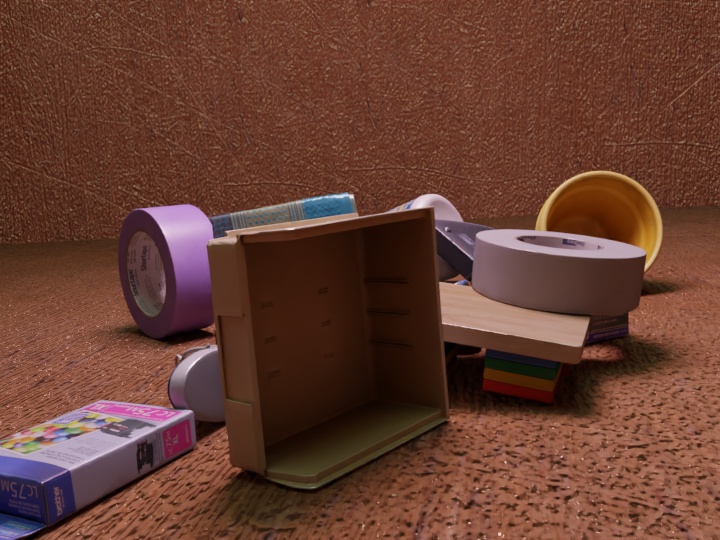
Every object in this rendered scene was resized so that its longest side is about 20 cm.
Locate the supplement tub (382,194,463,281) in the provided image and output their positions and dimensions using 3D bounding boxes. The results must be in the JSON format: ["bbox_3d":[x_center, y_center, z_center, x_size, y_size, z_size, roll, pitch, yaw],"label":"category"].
[{"bbox_3d":[0.070,-0.033,1.264,0.200,0.145,0.144,-21,-5,39],"label":"supplement tub"}]

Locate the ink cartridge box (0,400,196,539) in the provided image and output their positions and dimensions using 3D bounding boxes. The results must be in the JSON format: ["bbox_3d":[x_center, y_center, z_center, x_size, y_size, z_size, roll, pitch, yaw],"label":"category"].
[{"bbox_3d":[-0.245,0.157,0.609,0.119,0.042,0.200,0,11,27],"label":"ink cartridge box"}]

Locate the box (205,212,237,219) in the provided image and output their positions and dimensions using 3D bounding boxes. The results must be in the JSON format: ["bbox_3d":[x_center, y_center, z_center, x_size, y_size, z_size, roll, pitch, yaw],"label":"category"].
[{"bbox_3d":[-0.235,-0.022,1.397,0.199,0.165,0.166,4,11,44],"label":"box"}]

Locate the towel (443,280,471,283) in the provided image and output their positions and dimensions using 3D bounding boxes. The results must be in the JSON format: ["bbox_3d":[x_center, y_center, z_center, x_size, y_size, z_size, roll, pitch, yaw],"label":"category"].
[{"bbox_3d":[0.202,0.041,1.217,0.199,0.035,0.133,-3,10,13],"label":"towel"}]

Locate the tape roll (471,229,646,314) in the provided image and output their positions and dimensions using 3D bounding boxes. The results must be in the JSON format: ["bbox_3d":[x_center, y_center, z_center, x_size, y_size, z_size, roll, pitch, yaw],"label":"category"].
[{"bbox_3d":[0.236,-0.003,0.891,0.199,0.067,0.200,4,10,-1],"label":"tape roll"}]

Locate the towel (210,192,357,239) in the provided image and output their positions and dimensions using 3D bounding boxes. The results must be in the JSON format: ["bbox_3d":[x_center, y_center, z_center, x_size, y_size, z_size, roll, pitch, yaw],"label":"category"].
[{"bbox_3d":[-0.093,-0.020,0.998,0.199,0.147,0.022,-10,-9,-1],"label":"towel"}]

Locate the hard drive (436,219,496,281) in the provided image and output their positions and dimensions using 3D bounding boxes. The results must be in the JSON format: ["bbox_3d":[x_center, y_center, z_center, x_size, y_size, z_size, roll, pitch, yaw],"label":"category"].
[{"bbox_3d":[0.191,-0.027,1.160,0.200,0.042,0.135,2,35,-49],"label":"hard drive"}]

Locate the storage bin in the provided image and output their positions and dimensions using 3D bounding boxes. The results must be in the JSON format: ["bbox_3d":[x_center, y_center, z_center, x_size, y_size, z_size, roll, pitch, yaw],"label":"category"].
[{"bbox_3d":[-0.022,0.054,0.639,0.093,0.201,0.198,2,10,40],"label":"storage bin"}]

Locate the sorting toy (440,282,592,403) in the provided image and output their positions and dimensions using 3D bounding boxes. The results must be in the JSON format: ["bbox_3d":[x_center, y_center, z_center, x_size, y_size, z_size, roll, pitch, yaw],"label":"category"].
[{"bbox_3d":[0.144,0.075,0.813,0.199,0.070,0.199,8,12,20],"label":"sorting toy"}]

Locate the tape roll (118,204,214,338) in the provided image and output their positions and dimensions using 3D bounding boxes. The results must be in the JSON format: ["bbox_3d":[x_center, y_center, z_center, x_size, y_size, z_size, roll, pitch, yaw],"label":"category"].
[{"bbox_3d":[-0.297,0.000,1.150,0.085,0.201,0.200,-10,10,-39],"label":"tape roll"}]

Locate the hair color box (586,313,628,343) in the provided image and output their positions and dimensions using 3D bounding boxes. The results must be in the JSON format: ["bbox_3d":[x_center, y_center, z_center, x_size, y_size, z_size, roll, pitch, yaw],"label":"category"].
[{"bbox_3d":[0.256,0.051,1.018,0.109,0.065,0.200,-7,7,-25],"label":"hair color box"}]

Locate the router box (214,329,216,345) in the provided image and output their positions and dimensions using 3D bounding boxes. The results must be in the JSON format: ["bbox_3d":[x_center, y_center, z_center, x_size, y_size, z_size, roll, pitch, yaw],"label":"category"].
[{"bbox_3d":[-0.087,0.079,1.028,0.199,0.049,0.180,-4,8,-1],"label":"router box"}]

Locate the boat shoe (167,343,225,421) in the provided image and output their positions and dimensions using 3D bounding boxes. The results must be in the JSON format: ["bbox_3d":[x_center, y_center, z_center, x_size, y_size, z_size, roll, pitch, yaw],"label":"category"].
[{"bbox_3d":[-0.160,0.109,0.773,0.086,0.075,0.202,-3,4,19],"label":"boat shoe"}]

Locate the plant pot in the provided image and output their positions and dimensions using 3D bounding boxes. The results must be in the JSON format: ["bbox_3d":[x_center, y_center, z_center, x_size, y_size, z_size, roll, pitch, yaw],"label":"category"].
[{"bbox_3d":[0.401,-0.057,1.302,0.200,0.202,0.189,-3,-6,3],"label":"plant pot"}]

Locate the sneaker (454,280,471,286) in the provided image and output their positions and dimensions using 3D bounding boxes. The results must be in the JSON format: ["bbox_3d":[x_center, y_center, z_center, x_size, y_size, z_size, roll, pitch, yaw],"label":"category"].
[{"bbox_3d":[0.096,0.069,1.005,0.088,0.076,0.200,-19,-1,26],"label":"sneaker"}]

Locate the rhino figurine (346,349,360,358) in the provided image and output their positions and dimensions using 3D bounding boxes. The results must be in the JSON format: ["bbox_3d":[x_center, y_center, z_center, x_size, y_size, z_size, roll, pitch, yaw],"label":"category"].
[{"bbox_3d":[-0.041,0.102,0.758,0.060,0.088,0.200,40,28,18],"label":"rhino figurine"}]
